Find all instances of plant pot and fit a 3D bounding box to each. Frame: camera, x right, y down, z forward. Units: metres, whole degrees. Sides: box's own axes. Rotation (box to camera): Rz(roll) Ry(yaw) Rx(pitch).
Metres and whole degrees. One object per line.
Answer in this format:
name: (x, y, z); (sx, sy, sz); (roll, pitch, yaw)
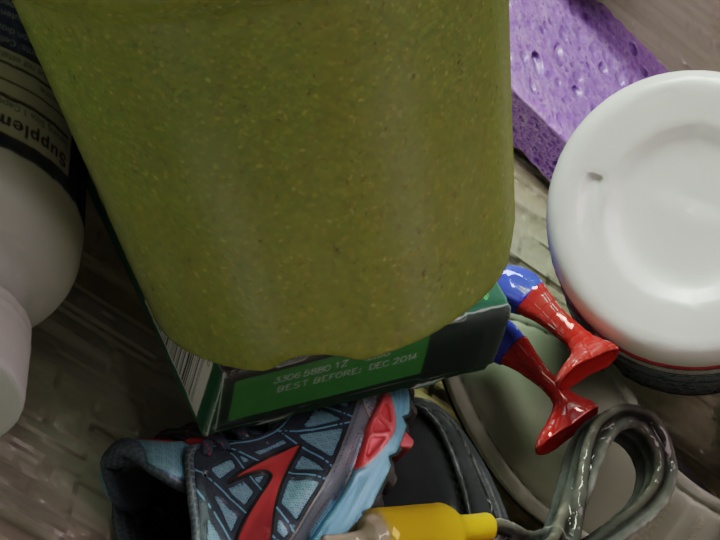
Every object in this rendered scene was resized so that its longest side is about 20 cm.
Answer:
plant pot: (-0.027, -0.076, 0.765); (0.201, 0.199, 0.185); (-54, 140, -48)

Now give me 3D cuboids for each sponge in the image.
sponge: (0.078, -0.115, 1.151); (0.200, 0.030, 0.112); (43, 41, -16)

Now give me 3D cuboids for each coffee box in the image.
coffee box: (-0.040, -0.037, 0.902); (0.122, 0.044, 0.201); (-11, 54, -23)

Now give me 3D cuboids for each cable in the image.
cable: (0.072, 0.109, 0.872); (0.199, 0.050, 0.097); (-23, 75, -41)

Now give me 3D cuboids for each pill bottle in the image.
pill bottle: (-0.149, -0.043, 0.814); (0.111, 0.111, 0.201); (25, 49, -32)
pill bottle: (0.144, -0.007, 1.020); (0.200, 0.119, 0.120); (50, 16, -78)

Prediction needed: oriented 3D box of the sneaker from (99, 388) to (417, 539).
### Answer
sneaker: (-0.045, 0.079, 0.863); (0.095, 0.079, 0.201); (39, 43, -16)

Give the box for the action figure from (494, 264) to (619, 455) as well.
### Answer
action figure: (0.000, 0.000, 0.953); (0.099, 0.065, 0.200); (-26, 57, -32)

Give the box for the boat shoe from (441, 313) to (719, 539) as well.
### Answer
boat shoe: (0.104, 0.092, 1.019); (0.201, 0.061, 0.072); (44, 78, -10)

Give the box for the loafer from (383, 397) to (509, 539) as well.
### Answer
loafer: (0.026, 0.139, 0.892); (0.070, 0.068, 0.202); (39, 39, -59)
